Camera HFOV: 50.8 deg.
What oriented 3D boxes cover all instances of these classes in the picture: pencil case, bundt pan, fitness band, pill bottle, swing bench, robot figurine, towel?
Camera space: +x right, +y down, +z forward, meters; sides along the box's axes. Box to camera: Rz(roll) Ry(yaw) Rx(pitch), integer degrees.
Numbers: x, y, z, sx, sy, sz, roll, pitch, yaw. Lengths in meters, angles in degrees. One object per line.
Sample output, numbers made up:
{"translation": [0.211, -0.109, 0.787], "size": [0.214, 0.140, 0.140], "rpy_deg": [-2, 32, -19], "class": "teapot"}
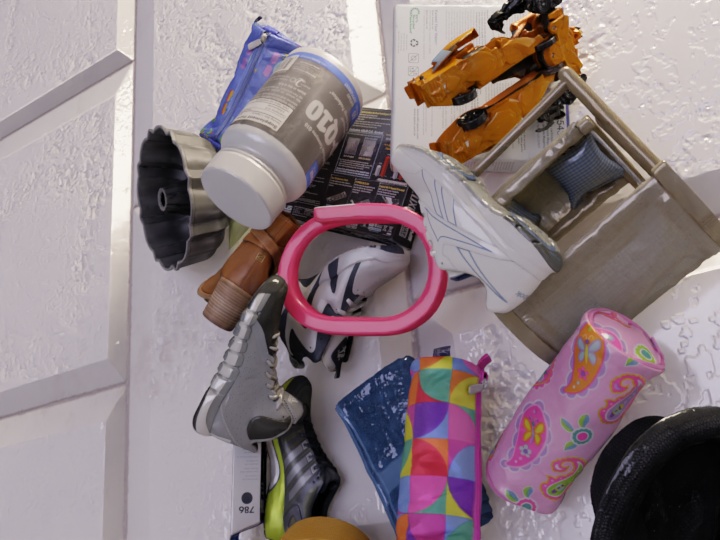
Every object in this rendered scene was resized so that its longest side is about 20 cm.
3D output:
{"translation": [0.081, 0.178, 0.738], "size": [0.088, 0.088, 0.202], "rpy_deg": [-9, 60, 32], "class": "pencil case"}
{"translation": [-0.245, -0.103, 1.067], "size": [0.201, 0.075, 0.204], "rpy_deg": [18, 112, 52], "class": "bundt pan"}
{"translation": [-0.157, -0.255, 1.080], "size": [0.078, 0.087, 0.201], "rpy_deg": [29, 95, 16], "class": "pencil case"}
{"translation": [0.000, 0.000, 0.839], "size": [0.198, 0.037, 0.145], "rpy_deg": [-1, 85, 22], "class": "fitness band"}
{"translation": [-0.090, -0.152, 0.878], "size": [0.113, 0.114, 0.201], "rpy_deg": [11, 57, 36], "class": "pill bottle"}
{"translation": [0.203, -0.042, 0.730], "size": [0.199, 0.129, 0.201], "rpy_deg": [-45, 56, 19], "class": "swing bench"}
{"translation": [0.192, 0.133, 0.693], "size": [0.087, 0.087, 0.201], "rpy_deg": [45, 121, 35], "class": "pencil case"}
{"translation": [0.148, -0.202, 0.791], "size": [0.199, 0.146, 0.058], "rpy_deg": [-34, 29, -14], "class": "robot figurine"}
{"translation": [0.055, 0.199, 0.818], "size": [0.111, 0.048, 0.201], "rpy_deg": [-39, 57, 19], "class": "towel"}

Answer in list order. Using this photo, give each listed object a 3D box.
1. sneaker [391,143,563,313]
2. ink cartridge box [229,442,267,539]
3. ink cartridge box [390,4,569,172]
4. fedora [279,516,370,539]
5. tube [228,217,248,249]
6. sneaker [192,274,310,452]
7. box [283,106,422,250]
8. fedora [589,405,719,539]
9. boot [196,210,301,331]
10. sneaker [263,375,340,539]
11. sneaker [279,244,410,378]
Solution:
{"translation": [0.088, -0.044, 0.693], "size": [0.200, 0.074, 0.087], "rpy_deg": [49, 114, 30], "class": "sneaker"}
{"translation": [-0.132, 0.239, 0.906], "size": [0.039, 0.100, 0.202], "rpy_deg": [1, 74, -3], "class": "ink cartridge box"}
{"translation": [0.134, -0.209, 0.868], "size": [0.198, 0.043, 0.198], "rpy_deg": [2, 74, 2], "class": "ink cartridge box"}
{"translation": [-0.044, 0.325, 0.808], "size": [0.200, 0.201, 0.082], "rpy_deg": [-29, 24, 25], "class": "fedora"}
{"translation": [-0.144, -0.100, 1.017], "size": [0.058, 0.052, 0.200], "rpy_deg": [-50, 8, -35], "class": "tube"}
{"translation": [-0.097, 0.112, 0.846], "size": [0.115, 0.075, 0.201], "rpy_deg": [27, 100, 0], "class": "sneaker"}
{"translation": [-0.004, -0.124, 0.955], "size": [0.199, 0.050, 0.159], "rpy_deg": [14, 84, 37], "class": "box"}
{"translation": [0.255, 0.198, 0.638], "size": [0.202, 0.200, 0.092], "rpy_deg": [-61, 18, 4], "class": "fedora"}
{"translation": [-0.140, -0.013, 0.964], "size": [0.076, 0.200, 0.156], "rpy_deg": [33, 90, -6], "class": "boot"}
{"translation": [-0.062, 0.224, 0.887], "size": [0.080, 0.074, 0.202], "rpy_deg": [-6, 80, 26], "class": "sneaker"}
{"translation": [-0.017, 0.056, 0.898], "size": [0.198, 0.079, 0.131], "rpy_deg": [-21, 74, 19], "class": "sneaker"}
